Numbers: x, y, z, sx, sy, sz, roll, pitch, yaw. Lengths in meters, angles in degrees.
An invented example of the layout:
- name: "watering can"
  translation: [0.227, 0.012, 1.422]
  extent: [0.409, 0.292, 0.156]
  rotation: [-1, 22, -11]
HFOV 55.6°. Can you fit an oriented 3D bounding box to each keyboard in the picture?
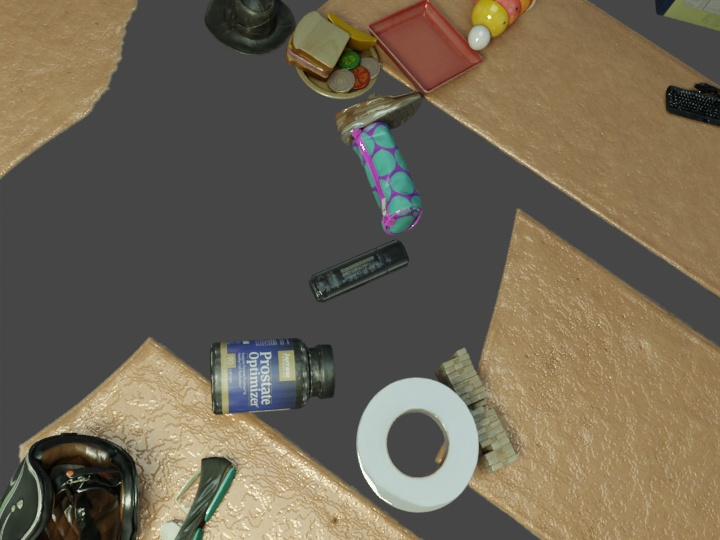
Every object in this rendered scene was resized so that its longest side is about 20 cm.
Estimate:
- name: "keyboard"
  translation: [0.800, -0.392, 1.576]
  extent: [0.194, 0.040, 0.107]
  rotation: [12, 66, -8]

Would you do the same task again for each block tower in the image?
- name: "block tower"
  translation: [0.194, 0.242, 1.171]
  extent: [0.056, 0.054, 0.204]
  rotation: [-17, 71, -19]

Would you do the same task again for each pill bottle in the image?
- name: "pill bottle"
  translation: [-0.142, 0.168, 1.101]
  extent: [0.194, 0.112, 0.115]
  rotation: [-2, 67, -12]

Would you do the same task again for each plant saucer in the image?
- name: "plant saucer"
  translation: [0.137, -0.474, 1.462]
  extent: [0.198, 0.037, 0.201]
  rotation: [-34, 77, -31]

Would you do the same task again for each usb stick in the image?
- name: "usb stick"
  translation: [0.000, 0.000, 1.246]
  extent: [0.196, 0.033, 0.057]
  rotation: [-23, 80, -20]

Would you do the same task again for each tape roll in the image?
- name: "tape roll"
  translation: [0.090, 0.280, 1.102]
  extent: [0.194, 0.066, 0.207]
  rotation: [-1, 76, 2]

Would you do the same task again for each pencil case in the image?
- name: "pencil case"
  translation: [0.050, -0.177, 1.302]
  extent: [0.091, 0.085, 0.205]
  rotation: [-2, 64, -43]

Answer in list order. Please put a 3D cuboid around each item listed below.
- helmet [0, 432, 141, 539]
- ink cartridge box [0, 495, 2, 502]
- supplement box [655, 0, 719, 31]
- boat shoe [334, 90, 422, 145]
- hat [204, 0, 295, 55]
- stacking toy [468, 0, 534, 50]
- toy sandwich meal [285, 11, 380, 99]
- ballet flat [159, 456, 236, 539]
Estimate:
- name: "helmet"
  translation: [-0.397, 0.345, 0.928]
  extent: [0.194, 0.200, 0.196]
  rotation: [14, 98, -5]
- name: "ink cartridge box"
  translation: [-0.544, 0.427, 0.921]
  extent: [0.142, 0.088, 0.204]
  rotation: [-21, 71, -18]
- name: "supplement box"
  translation: [0.844, -0.728, 1.674]
  extent: [0.194, 0.135, 0.205]
  rotation: [12, 65, -6]
- name: "boat shoe"
  translation: [0.036, -0.323, 1.369]
  extent: [0.196, 0.076, 0.073]
  rotation: [-26, 72, -22]
- name: "hat"
  translation: [-0.228, -0.537, 1.390]
  extent: [0.194, 0.082, 0.206]
  rotation: [2, 61, -4]
- name: "stacking toy"
  translation: [0.289, -0.561, 1.497]
  extent: [0.144, 0.146, 0.203]
  rotation: [28, 74, 2]
- name: "toy sandwich meal"
  translation: [-0.051, -0.447, 1.404]
  extent: [0.199, 0.071, 0.211]
  rotation: [4, 66, -10]
- name: "ballet flat"
  translation: [-0.254, 0.374, 1.021]
  extent: [0.067, 0.069, 0.203]
  rotation: [18, 54, 7]
